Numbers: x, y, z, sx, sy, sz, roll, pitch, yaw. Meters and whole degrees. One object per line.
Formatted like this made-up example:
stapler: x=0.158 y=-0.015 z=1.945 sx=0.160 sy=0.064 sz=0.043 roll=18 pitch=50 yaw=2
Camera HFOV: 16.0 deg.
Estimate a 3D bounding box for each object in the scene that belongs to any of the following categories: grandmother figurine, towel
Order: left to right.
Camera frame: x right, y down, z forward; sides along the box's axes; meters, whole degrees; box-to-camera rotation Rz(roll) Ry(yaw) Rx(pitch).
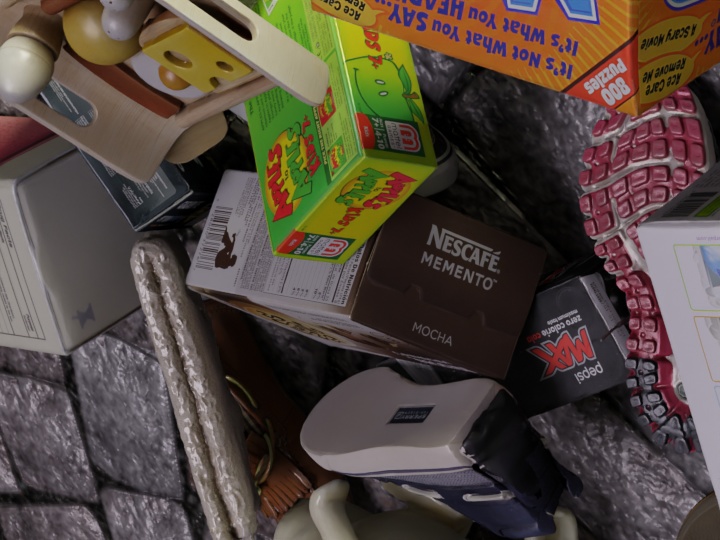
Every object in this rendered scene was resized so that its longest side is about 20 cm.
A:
grandmother figurine: x=-0.124 y=-0.143 z=1.539 sx=0.200 sy=0.060 sz=0.122 roll=-121 pitch=32 yaw=-62
towel: x=-0.100 y=0.071 z=1.588 sx=0.133 sy=0.034 sz=0.201 roll=-114 pitch=8 yaw=-86

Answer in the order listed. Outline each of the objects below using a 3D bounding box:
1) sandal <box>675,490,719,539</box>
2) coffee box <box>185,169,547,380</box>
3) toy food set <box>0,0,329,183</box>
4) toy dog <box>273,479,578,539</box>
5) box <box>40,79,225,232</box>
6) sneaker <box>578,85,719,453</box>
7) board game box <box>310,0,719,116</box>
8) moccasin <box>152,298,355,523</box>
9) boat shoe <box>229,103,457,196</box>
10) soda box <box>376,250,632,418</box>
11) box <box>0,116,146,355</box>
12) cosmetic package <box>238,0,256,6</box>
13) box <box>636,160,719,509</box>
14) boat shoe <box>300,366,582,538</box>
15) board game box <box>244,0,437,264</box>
sandal: x=0.247 y=0.160 z=1.421 sx=0.199 sy=0.054 sz=0.081 roll=-7 pitch=110 yaw=48
coffee box: x=0.000 y=0.000 z=1.478 sx=0.200 sy=0.113 sz=0.080 roll=9 pitch=78 yaw=58
toy food set: x=-0.122 y=-0.108 z=1.351 sx=0.143 sy=0.061 sz=0.200 roll=33 pitch=155 yaw=-23
toy dog: x=0.023 y=0.204 z=1.572 sx=0.199 sy=0.139 sz=0.195 roll=17 pitch=129 yaw=41
box: x=-0.162 y=-0.117 z=1.590 sx=0.046 sy=0.159 sz=0.200 roll=-35 pitch=86 yaw=7
sneaker: x=0.173 y=-0.006 z=1.379 sx=0.080 sy=0.075 sz=0.201 roll=-2 pitch=101 yaw=36
board game box: x=0.106 y=-0.223 z=1.193 sx=0.199 sy=0.199 sz=0.201 roll=22 pitch=130 yaw=36
moccasin: x=-0.070 y=0.116 z=1.701 sx=0.073 sy=0.078 sz=0.202 roll=-22 pitch=99 yaw=48
boat shoe: x=-0.024 y=-0.107 z=1.511 sx=0.199 sy=0.071 sz=0.064 roll=31 pitch=135 yaw=31
soda box: x=0.100 y=0.045 z=1.490 sx=0.200 sy=0.063 sz=0.071 roll=-27 pitch=95 yaw=50
box: x=-0.244 y=-0.029 z=1.761 sx=0.199 sy=0.109 sz=0.129 roll=6 pitch=119 yaw=43
cosmetic package: x=-0.116 y=-0.241 z=1.415 sx=0.090 sy=0.106 sz=0.201 roll=-18 pitch=70 yaw=57
box: x=0.235 y=0.043 z=1.308 sx=0.101 sy=0.112 sz=0.201 roll=1 pitch=116 yaw=44
boat shoe: x=0.045 y=0.113 z=1.491 sx=0.093 sy=0.075 sz=0.200 roll=47 pitch=160 yaw=-22
board game box: x=-0.022 y=-0.117 z=1.381 sx=0.102 sy=0.047 sz=0.201 roll=-45 pitch=48 yaw=46
